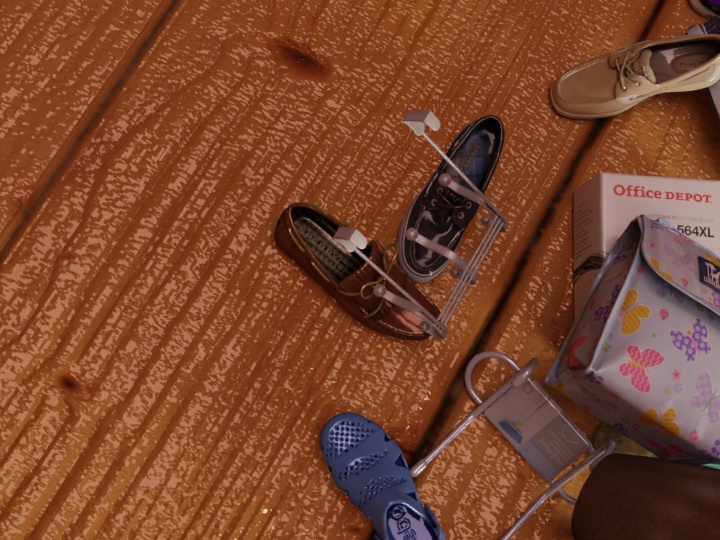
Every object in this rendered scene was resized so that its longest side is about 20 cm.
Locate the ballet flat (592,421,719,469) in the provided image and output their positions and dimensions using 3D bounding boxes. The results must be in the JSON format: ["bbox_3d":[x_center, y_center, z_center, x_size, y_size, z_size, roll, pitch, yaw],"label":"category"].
[{"bbox_3d":[0.341,0.191,1.121,0.197,0.071,0.072,7,77,-8],"label":"ballet flat"}]

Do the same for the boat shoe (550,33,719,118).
[{"bbox_3d":[0.309,-0.223,1.176,0.198,0.065,0.073,-11,77,11],"label":"boat shoe"}]

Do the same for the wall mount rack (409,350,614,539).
[{"bbox_3d":[0.157,0.191,1.085,0.200,0.074,0.174,47,113,6],"label":"wall mount rack"}]

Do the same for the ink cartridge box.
[{"bbox_3d":[0.312,0.003,1.142,0.144,0.084,0.203,3,79,-8],"label":"ink cartridge box"}]

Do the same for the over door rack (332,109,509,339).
[{"bbox_3d":[0.057,-0.044,1.026,0.066,0.200,0.149,18,71,41],"label":"over door rack"}]

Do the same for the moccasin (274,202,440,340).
[{"bbox_3d":[0.001,-0.001,1.093,0.201,0.078,0.074,43,71,-1],"label":"moccasin"}]

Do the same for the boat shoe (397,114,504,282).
[{"bbox_3d":[0.103,-0.082,1.134,0.070,0.066,0.201,32,75,-1],"label":"boat shoe"}]

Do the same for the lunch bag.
[{"bbox_3d":[0.303,0.061,1.025,0.169,0.127,0.201,33,70,-5],"label":"lunch bag"}]

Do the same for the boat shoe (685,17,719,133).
[{"bbox_3d":[0.447,-0.202,1.201,0.090,0.071,0.202,-20,79,16],"label":"boat shoe"}]

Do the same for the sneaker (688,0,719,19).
[{"bbox_3d":[0.496,-0.325,1.235,0.198,0.100,0.070,6,79,-8],"label":"sneaker"}]

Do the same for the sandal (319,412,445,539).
[{"bbox_3d":[0.029,0.227,1.045,0.079,0.087,0.201,-35,84,-7],"label":"sandal"}]

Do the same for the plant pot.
[{"bbox_3d":[0.302,0.255,0.973,0.199,0.187,0.188,24,71,36],"label":"plant pot"}]
